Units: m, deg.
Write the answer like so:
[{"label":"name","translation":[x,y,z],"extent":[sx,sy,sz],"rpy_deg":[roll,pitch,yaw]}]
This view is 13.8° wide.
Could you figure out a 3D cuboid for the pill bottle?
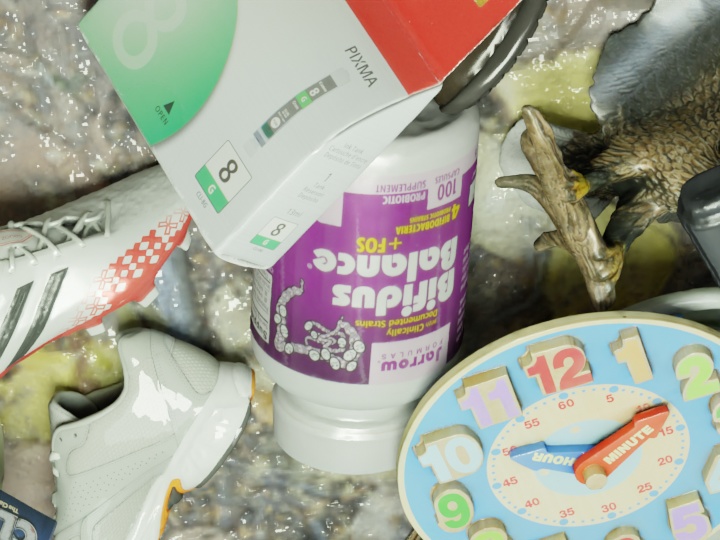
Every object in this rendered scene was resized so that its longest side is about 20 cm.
[{"label":"pill bottle","translation":[0.000,0.000,1.519],"extent":[0.112,0.112,0.200],"rpy_deg":[1,120,-4]}]

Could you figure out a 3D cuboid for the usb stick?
[{"label":"usb stick","translation":[0.211,0.015,1.461],"extent":[0.055,0.033,0.200],"rpy_deg":[-22,137,14]}]

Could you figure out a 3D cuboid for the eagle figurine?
[{"label":"eagle figurine","translation":[0.179,-0.065,1.503],"extent":[0.200,0.151,0.152],"rpy_deg":[-34,165,-17]}]

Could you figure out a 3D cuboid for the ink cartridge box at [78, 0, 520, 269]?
[{"label":"ink cartridge box","translation":[-0.029,-0.126,1.420],"extent":[0.200,0.161,0.050],"rpy_deg":[-46,146,22]}]

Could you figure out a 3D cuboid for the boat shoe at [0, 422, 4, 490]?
[{"label":"boat shoe","translation":[-0.247,0.068,1.574],"extent":[0.063,0.074,0.202],"rpy_deg":[17,143,36]}]

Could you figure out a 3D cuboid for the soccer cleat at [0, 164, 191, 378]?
[{"label":"soccer cleat","translation":[-0.171,0.001,1.506],"extent":[0.200,0.069,0.085],"rpy_deg":[-37,127,-6]}]

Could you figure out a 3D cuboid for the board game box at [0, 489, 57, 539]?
[{"label":"board game box","translation":[-0.267,0.146,1.576],"extent":[0.135,0.035,0.200],"rpy_deg":[31,143,-19]}]

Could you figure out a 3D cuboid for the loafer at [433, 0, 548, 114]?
[{"label":"loafer","translation":[0.068,-0.174,1.440],"extent":[0.071,0.073,0.200],"rpy_deg":[23,95,-5]}]

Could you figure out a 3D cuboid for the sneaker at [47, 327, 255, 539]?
[{"label":"sneaker","translation":[-0.142,0.112,1.605],"extent":[0.092,0.076,0.200],"rpy_deg":[31,106,-11]}]

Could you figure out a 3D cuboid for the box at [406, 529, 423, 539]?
[{"label":"box","translation":[0.145,0.147,1.663],"extent":[0.200,0.021,0.164],"rpy_deg":[25,114,-16]}]

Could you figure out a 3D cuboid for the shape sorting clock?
[{"label":"shape sorting clock","translation":[0.118,0.096,1.526],"extent":[0.199,0.039,0.200],"rpy_deg":[-4,130,-5]}]

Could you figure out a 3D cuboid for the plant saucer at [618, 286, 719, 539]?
[{"label":"plant saucer","translation":[0.174,0.075,1.574],"extent":[0.200,0.050,0.200],"rpy_deg":[-4,131,-5]}]
